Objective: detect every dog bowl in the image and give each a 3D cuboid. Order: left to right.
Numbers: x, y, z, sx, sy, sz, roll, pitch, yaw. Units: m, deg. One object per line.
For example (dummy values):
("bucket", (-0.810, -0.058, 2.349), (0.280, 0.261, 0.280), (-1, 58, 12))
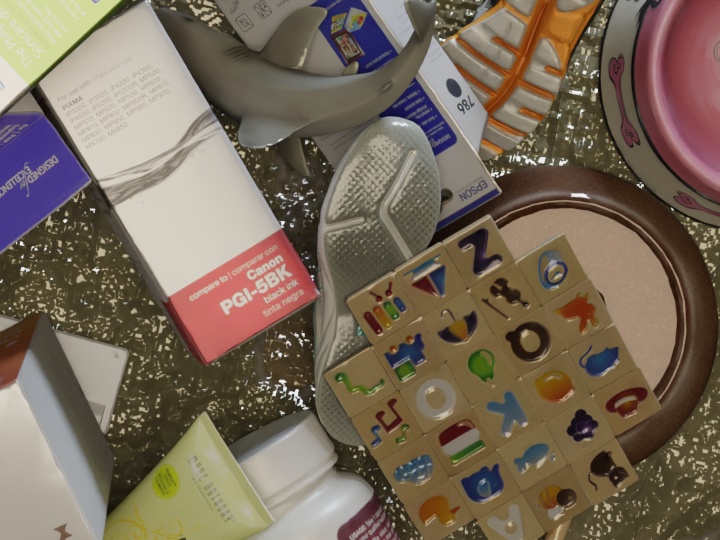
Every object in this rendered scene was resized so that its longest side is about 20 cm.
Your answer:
("dog bowl", (0.252, -0.123, 1.484), (0.200, 0.074, 0.200), (0, 94, -6))

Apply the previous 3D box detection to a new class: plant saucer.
("plant saucer", (0.126, 0.032, 1.490), (0.200, 0.034, 0.200), (0, 86, -2))

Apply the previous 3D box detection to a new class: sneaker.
("sneaker", (0.000, 0.000, 1.451), (0.070, 0.080, 0.200), (6, 107, -12))
("sneaker", (0.103, -0.147, 1.472), (0.078, 0.077, 0.200), (37, 108, -2))

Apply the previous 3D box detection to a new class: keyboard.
("keyboard", (-0.247, 0.050, 1.485), (0.200, 0.011, 0.056), (15, 87, -6))

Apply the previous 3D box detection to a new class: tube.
("tube", (-0.133, 0.167, 1.430), (0.058, 0.052, 0.200), (34, 125, -22))

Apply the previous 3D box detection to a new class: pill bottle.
("pill bottle", (-0.023, 0.194, 1.461), (0.114, 0.114, 0.200), (-29, 95, -3))

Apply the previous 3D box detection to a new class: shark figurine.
("shark figurine", (-0.030, -0.103, 1.403), (0.214, 0.089, 0.128), (-6, 114, 38))

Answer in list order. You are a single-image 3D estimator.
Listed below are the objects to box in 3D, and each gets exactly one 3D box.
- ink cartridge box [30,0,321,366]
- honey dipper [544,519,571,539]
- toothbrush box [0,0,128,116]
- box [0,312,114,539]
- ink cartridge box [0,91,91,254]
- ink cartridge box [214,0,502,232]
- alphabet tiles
("ink cartridge box", (-0.114, -0.053, 1.419), (0.083, 0.147, 0.200), (-31, 97, -6))
("honey dipper", (0.123, 0.174, 1.514), (0.038, 0.038, 0.200), (22, 88, -6))
("toothbrush box", (-0.177, -0.188, 1.251), (0.200, 0.086, 0.146), (-43, 97, -1))
("box", (-0.234, 0.118, 1.386), (0.152, 0.200, 0.106), (-24, 100, 0))
("ink cartridge box", (-0.276, -0.083, 1.388), (0.198, 0.043, 0.200), (-35, 89, 37))
("ink cartridge box", (0.004, -0.115, 1.454), (0.099, 0.039, 0.200), (-29, 98, 39))
("alphabet tiles", (0.081, 0.073, 1.444), (0.166, 0.006, 0.200), (-31, 110, -1))
